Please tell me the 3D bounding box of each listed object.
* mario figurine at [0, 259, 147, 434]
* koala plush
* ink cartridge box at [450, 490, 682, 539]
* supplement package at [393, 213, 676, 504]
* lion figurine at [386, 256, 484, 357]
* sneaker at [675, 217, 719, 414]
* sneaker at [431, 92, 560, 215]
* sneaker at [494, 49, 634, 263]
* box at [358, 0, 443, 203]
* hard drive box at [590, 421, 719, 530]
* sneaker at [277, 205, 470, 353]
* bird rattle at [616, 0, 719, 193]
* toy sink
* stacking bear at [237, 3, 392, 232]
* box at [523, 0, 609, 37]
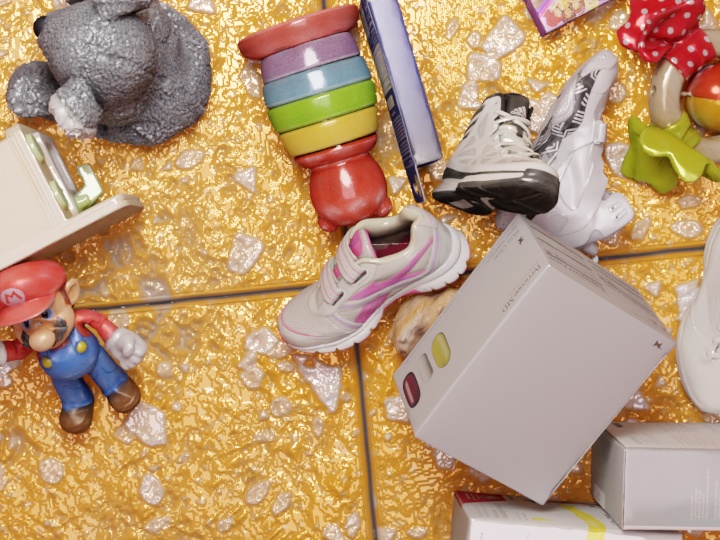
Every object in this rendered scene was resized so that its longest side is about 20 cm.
[{"bbox_3d":[-0.278,0.078,1.326,0.124,0.106,0.200,-50,138,-25],"label":"mario figurine"},{"bbox_3d":[-0.227,-0.196,1.313,0.183,0.200,0.178,26,91,-2],"label":"koala plush"},{"bbox_3d":[0.190,0.267,1.367,0.199,0.145,0.084,5,91,-2],"label":"ink cartridge box"},{"bbox_3d":[0.154,0.082,1.317,0.155,0.111,0.200,30,107,-23],"label":"supplement package"},{"bbox_3d":[0.135,0.064,1.396,0.199,0.072,0.123,28,101,-7],"label":"lion figurine"},{"bbox_3d":[0.356,0.042,1.391,0.075,0.088,0.201,7,92,-3],"label":"sneaker"},{"bbox_3d":[0.132,-0.115,1.330,0.075,0.200,0.116,21,84,-20],"label":"sneaker"},{"bbox_3d":[0.222,-0.105,1.392,0.115,0.075,0.201,29,96,-3],"label":"sneaker"},{"bbox_3d":[0.041,-0.163,1.361,0.032,0.121,0.201,-15,93,-2],"label":"box"},{"bbox_3d":[0.330,0.192,1.363,0.199,0.156,0.077,2,93,-1],"label":"hard drive box"},{"bbox_3d":[0.000,0.000,1.363,0.200,0.081,0.088,-34,135,6],"label":"sneaker"},{"bbox_3d":[0.320,-0.175,1.393,0.162,0.113,0.201,2,89,-22],"label":"bird rattle"},{"bbox_3d":[-0.322,-0.064,1.351,0.199,0.130,0.112,-27,92,0],"label":"toy sink"},{"bbox_3d":[-0.031,-0.140,1.370,0.121,0.114,0.201,-17,97,-1],"label":"stacking bear"},{"bbox_3d":[0.234,-0.334,1.400,0.199,0.039,0.137,-28,93,0],"label":"box"}]
